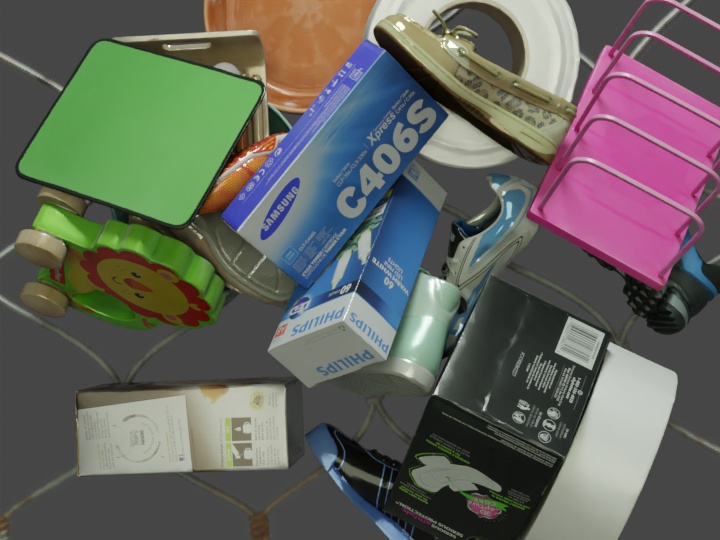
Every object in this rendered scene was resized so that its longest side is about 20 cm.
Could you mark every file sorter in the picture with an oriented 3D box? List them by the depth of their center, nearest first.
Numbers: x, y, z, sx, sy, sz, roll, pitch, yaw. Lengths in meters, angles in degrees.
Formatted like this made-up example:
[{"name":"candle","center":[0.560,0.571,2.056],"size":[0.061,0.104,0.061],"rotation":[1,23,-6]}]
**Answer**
[{"name":"file sorter","center":[0.260,-0.118,1.296],"size":[0.138,0.126,0.201],"rotation":[28,64,-1]}]

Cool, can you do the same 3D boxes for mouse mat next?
[{"name":"mouse mat","center":[-0.196,-0.125,1.302],"size":[0.198,0.008,0.162],"rotation":[19,68,24]}]

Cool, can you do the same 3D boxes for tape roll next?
[{"name":"tape roll","center":[0.209,0.169,1.302],"size":[0.070,0.202,0.205],"rotation":[23,91,5]},{"name":"tape roll","center":[0.100,-0.196,1.360],"size":[0.199,0.071,0.206],"rotation":[0,95,-4]}]

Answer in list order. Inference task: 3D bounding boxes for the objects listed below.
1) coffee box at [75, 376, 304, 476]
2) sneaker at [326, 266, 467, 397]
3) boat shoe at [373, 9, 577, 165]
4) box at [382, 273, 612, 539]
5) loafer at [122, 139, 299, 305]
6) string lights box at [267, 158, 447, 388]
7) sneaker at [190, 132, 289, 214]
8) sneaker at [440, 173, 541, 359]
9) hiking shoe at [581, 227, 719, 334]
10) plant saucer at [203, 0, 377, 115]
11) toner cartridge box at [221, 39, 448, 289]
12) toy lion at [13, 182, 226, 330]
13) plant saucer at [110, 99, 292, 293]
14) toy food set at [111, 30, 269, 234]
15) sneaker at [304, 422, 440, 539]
[{"name":"coffee box","center":[-0.158,0.145,1.380],"size":[0.197,0.114,0.081],"rotation":[-3,89,5]},{"name":"sneaker","center":[0.018,0.051,1.359],"size":[0.074,0.199,0.119],"rotation":[37,69,-33]},{"name":"boat shoe","center":[0.100,-0.170,1.289],"size":[0.199,0.073,0.063],"rotation":[34,86,-17]},{"name":"box","center":[0.118,0.136,1.291],"size":[0.123,0.201,0.149],"rotation":[26,51,5]},{"name":"loafer","center":[-0.139,-0.039,1.336],"size":[0.200,0.063,0.072],"rotation":[41,54,-5]},{"name":"string lights box","center":[0.000,0.000,1.308],"size":[0.102,0.201,0.059],"rotation":[-23,124,42]},{"name":"sneaker","center":[-0.069,-0.085,1.324],"size":[0.199,0.073,0.078],"rotation":[-25,95,-37]},{"name":"sneaker","center":[0.099,-0.001,1.364],"size":[0.072,0.072,0.201],"rotation":[29,107,-7]},{"name":"hiking shoe","center":[0.259,-0.038,1.377],"size":[0.086,0.074,0.201],"rotation":[-31,84,-21]},{"name":"plant saucer","center":[-0.053,-0.251,1.421],"size":[0.197,0.032,0.204],"rotation":[0,89,5]},{"name":"toner cartridge box","center":[-0.021,-0.091,1.276],"size":[0.095,0.043,0.201],"rotation":[39,90,-33]},{"name":"toy lion","center":[-0.217,0.006,1.354],"size":[0.190,0.200,0.069],"rotation":[22,65,-2]},{"name":"plant saucer","center":[-0.143,-0.079,1.420],"size":[0.197,0.036,0.203],"rotation":[0,92,6]},{"name":"toy food set","center":[-0.158,-0.119,1.372],"size":[0.141,0.060,0.203],"rotation":[-2,91,6]},{"name":"sneaker","center":[0.037,0.207,1.386],"size":[0.078,0.070,0.200],"rotation":[-44,91,-1]}]
